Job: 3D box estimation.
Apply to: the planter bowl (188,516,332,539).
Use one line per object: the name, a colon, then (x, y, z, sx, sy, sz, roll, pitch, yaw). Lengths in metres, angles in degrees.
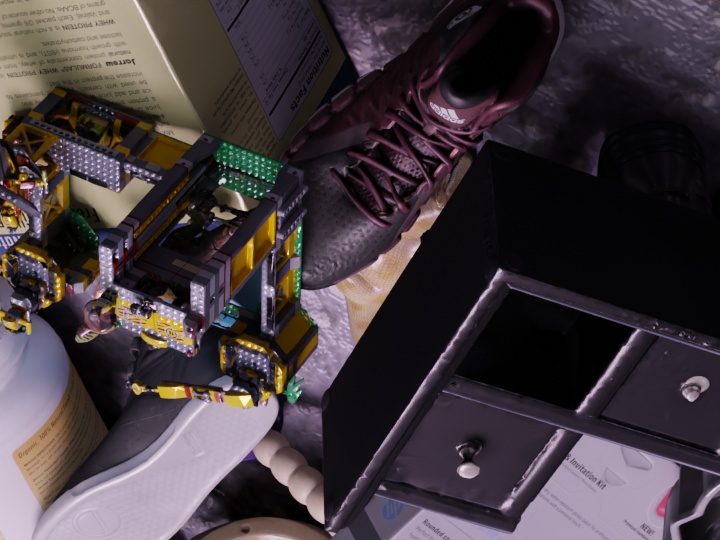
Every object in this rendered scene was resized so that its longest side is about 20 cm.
planter bowl: (-0.058, 0.234, 1.648, 0.199, 0.201, 0.135, 21, 150, 10)

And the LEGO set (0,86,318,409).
LEGO set: (-0.119, 0.005, 1.306, 0.199, 0.116, 0.154, 27, 136, 13)

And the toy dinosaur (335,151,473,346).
toy dinosaur: (0.000, 0.000, 1.503, 0.101, 0.058, 0.200, 27, 140, 1)

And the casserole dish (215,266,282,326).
casserole dish: (-0.114, -0.012, 1.516, 0.121, 0.039, 0.200, 36, 169, -33)

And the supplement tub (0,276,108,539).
supplement tub: (-0.234, 0.113, 1.685, 0.144, 0.145, 0.200, 0, 131, 29)

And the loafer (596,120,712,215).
loafer: (0.159, 0.019, 1.406, 0.072, 0.072, 0.201, -11, 131, 6)

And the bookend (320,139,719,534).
bookend: (0.108, 0.060, 1.331, 0.198, 0.092, 0.200, 18, 131, -18)

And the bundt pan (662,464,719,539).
bundt pan: (0.254, 0.135, 1.447, 0.201, 0.076, 0.202, -1, 134, -1)

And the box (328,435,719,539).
box: (0.080, 0.151, 1.481, 0.200, 0.041, 0.156, -43, 129, 10)

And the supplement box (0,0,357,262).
supplement box: (-0.142, -0.124, 1.398, 0.199, 0.134, 0.200, -3, 130, 32)

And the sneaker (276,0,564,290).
sneaker: (0.023, -0.070, 1.302, 0.076, 0.200, 0.116, 40, -177, -6)

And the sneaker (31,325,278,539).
sneaker: (-0.129, 0.098, 1.623, 0.071, 0.099, 0.200, 30, 120, -34)

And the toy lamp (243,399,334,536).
toy lamp: (-0.014, 0.148, 1.591, 0.200, 0.058, 0.058, 41, 150, 36)
